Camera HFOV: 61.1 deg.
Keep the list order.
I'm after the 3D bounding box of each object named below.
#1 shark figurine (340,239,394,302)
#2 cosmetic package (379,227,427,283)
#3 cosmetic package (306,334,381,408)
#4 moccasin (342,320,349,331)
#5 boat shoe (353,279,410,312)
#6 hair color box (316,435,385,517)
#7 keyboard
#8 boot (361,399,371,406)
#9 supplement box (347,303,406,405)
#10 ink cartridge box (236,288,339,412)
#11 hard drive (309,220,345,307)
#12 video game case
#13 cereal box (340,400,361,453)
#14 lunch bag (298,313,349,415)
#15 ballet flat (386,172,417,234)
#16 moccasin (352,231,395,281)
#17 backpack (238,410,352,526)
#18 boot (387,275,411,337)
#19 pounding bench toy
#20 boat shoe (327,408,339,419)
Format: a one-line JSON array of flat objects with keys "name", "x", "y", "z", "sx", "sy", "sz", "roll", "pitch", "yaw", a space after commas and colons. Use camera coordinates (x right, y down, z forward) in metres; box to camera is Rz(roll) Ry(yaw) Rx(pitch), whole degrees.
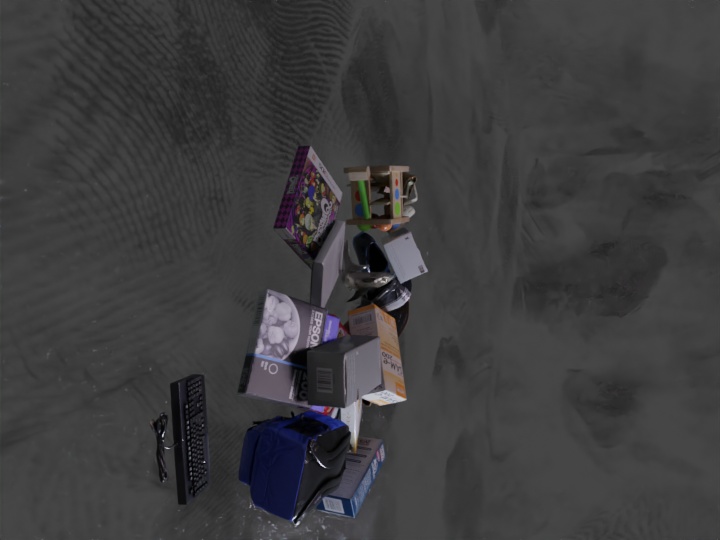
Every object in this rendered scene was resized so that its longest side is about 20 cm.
[{"name": "shark figurine", "x": -0.018, "y": 0.002, "z": 1.451, "sx": 0.214, "sy": 0.128, "sz": 0.090, "roll": 29, "pitch": 33, "yaw": -62}, {"name": "cosmetic package", "x": 0.110, "y": -0.044, "z": 1.591, "sx": 0.200, "sy": 0.081, "sz": 0.113, "roll": -78, "pitch": 143, "yaw": -83}, {"name": "cosmetic package", "x": -0.028, "y": 0.191, "z": 1.190, "sx": 0.200, "sy": 0.090, "sz": 0.107, "roll": -12, "pitch": 101, "yaw": -66}, {"name": "moccasin", "x": 0.012, "y": 0.215, "z": 1.482, "sx": 0.074, "sy": 0.078, "sz": 0.202, "roll": -18, "pitch": 92, "yaw": -40}, {"name": "boat shoe", "x": 0.033, "y": 0.072, "z": 1.463, "sx": 0.068, "sy": 0.200, "sz": 0.072, "roll": 46, "pitch": 52, "yaw": -13}, {"name": "hair color box", "x": -0.022, "y": 0.478, "z": 1.434, "sx": 0.200, "sy": 0.100, "sz": 0.061, "roll": -48, "pitch": 135, "yaw": -54}, {"name": "keyboard", "x": -0.279, "y": 0.270, "z": 0.961, "sx": 0.127, "sy": 0.021, "sz": 0.201, "roll": -17, "pitch": 106, "yaw": -64}, {"name": "boot", "x": 0.034, "y": 0.237, "z": 1.581, "sx": 0.155, "sy": 0.073, "sz": 0.201, "roll": -48, "pitch": 129, "yaw": -47}, {"name": "supplement box", "x": 0.038, "y": 0.192, "z": 1.380, "sx": 0.126, "sy": 0.073, "sz": 0.201, "roll": 38, "pitch": 40, "yaw": -58}, {"name": "ink cartridge box", "x": -0.123, "y": 0.158, "z": 1.166, "sx": 0.200, "sy": 0.043, "sz": 0.199, "roll": 21, "pitch": 69, "yaw": -35}, {"name": "hard drive", "x": -0.069, "y": -0.007, "z": 1.303, "sx": 0.200, "sy": 0.026, "sz": 0.132, "roll": -67, "pitch": 165, "yaw": -59}, {"name": "video game case", "x": -0.106, "y": -0.130, "z": 1.291, "sx": 0.181, "sy": 0.036, "sz": 0.201, "roll": 52, "pitch": 46, "yaw": -55}, {"name": "cereal box", "x": -0.020, "y": 0.303, "z": 1.413, "sx": 0.144, "sy": 0.039, "sz": 0.201, "roll": -79, "pitch": 172, "yaw": -54}, {"name": "lunch bag", "x": -0.087, "y": 0.205, "z": 1.310, "sx": 0.176, "sy": 0.082, "sz": 0.201, "roll": 59, "pitch": 42, "yaw": -56}, {"name": "ballet flat", "x": 0.126, "y": -0.194, "z": 1.748, "sx": 0.068, "sy": 0.072, "sz": 0.201, "roll": 52, "pitch": 46, "yaw": -53}, {"name": "moccasin", "x": 0.035, "y": -0.007, "z": 1.550, "sx": 0.080, "sy": 0.068, "sz": 0.200, "roll": -42, "pitch": 131, "yaw": -11}, {"name": "backpack", "x": -0.114, "y": 0.339, "z": 1.137, "sx": 0.200, "sy": 0.167, "sz": 0.163, "roll": 2, "pitch": 106, "yaw": -62}, {"name": "boot", "x": 0.098, "y": 0.111, "z": 1.687, "sx": 0.097, "sy": 0.074, "sz": 0.201, "roll": 66, "pitch": 41, "yaw": -87}, {"name": "pounding bench toy", "x": 0.027, "y": -0.172, "z": 1.473, "sx": 0.200, "sy": 0.124, "sz": 0.157, "roll": -18, "pitch": 108, "yaw": -64}, {"name": "boat shoe", "x": -0.089, "y": 0.341, "z": 1.320, "sx": 0.200, "sy": 0.068, "sz": 0.057, "roll": -55, "pitch": 149, "yaw": -50}]
